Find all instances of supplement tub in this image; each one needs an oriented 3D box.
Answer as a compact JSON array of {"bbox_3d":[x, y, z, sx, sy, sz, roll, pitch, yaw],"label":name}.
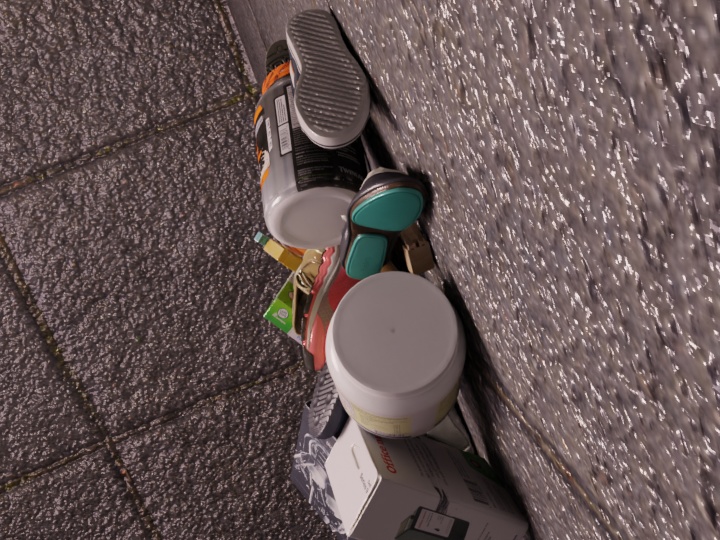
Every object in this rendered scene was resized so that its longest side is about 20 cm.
[{"bbox_3d":[-0.057,-0.136,1.008,0.123,0.122,0.201,75,-175,-57],"label":"supplement tub"},{"bbox_3d":[0.038,0.092,0.936,0.200,0.144,0.146,81,166,-69],"label":"supplement tub"}]

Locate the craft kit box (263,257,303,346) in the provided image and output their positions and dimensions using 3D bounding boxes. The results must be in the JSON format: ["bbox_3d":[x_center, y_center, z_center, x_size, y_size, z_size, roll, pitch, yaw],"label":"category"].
[{"bbox_3d":[-0.036,0.075,1.358,0.197,0.049,0.200,34,-157,-4],"label":"craft kit box"}]

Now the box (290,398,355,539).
[{"bbox_3d":[0.008,0.285,1.223,0.200,0.104,0.183,44,141,30],"label":"box"}]

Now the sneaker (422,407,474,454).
[{"bbox_3d":[0.109,0.204,1.215,0.080,0.070,0.201,-55,-53,-77],"label":"sneaker"}]

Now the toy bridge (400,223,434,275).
[{"bbox_3d":[0.033,-0.069,0.987,0.200,0.027,0.068,-119,11,-59],"label":"toy bridge"}]

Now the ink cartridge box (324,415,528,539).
[{"bbox_3d":[0.071,0.258,1.023,0.199,0.084,0.146,23,-167,-20],"label":"ink cartridge box"}]

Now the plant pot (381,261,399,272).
[{"bbox_3d":[0.000,0.000,1.171,0.200,0.028,0.200,40,168,10],"label":"plant pot"}]

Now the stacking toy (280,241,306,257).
[{"bbox_3d":[-0.024,-0.061,1.303,0.200,0.146,0.147,32,149,49],"label":"stacking toy"}]

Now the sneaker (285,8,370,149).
[{"bbox_3d":[-0.031,-0.181,0.911,0.080,0.078,0.201,81,178,-50],"label":"sneaker"}]

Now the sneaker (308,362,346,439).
[{"bbox_3d":[0.001,0.122,1.087,0.082,0.201,0.070,31,156,-24],"label":"sneaker"}]

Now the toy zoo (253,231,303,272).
[{"bbox_3d":[-0.070,0.004,1.293,0.199,0.021,0.131,33,180,-17],"label":"toy zoo"}]

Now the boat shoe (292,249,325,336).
[{"bbox_3d":[-0.058,0.029,1.166,0.073,0.063,0.201,28,155,-1],"label":"boat shoe"}]

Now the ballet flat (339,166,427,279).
[{"bbox_3d":[0.017,-0.060,0.880,0.200,0.073,0.073,117,133,-62],"label":"ballet flat"}]

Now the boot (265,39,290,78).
[{"bbox_3d":[-0.104,-0.283,1.420,0.200,0.072,0.183,-104,-4,-72],"label":"boot"}]

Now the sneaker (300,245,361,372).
[{"bbox_3d":[-0.013,0.025,1.031,0.074,0.086,0.201,89,-163,-77],"label":"sneaker"}]

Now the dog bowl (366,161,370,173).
[{"bbox_3d":[-0.052,-0.167,1.197,0.200,0.078,0.201,158,90,-85],"label":"dog bowl"}]
